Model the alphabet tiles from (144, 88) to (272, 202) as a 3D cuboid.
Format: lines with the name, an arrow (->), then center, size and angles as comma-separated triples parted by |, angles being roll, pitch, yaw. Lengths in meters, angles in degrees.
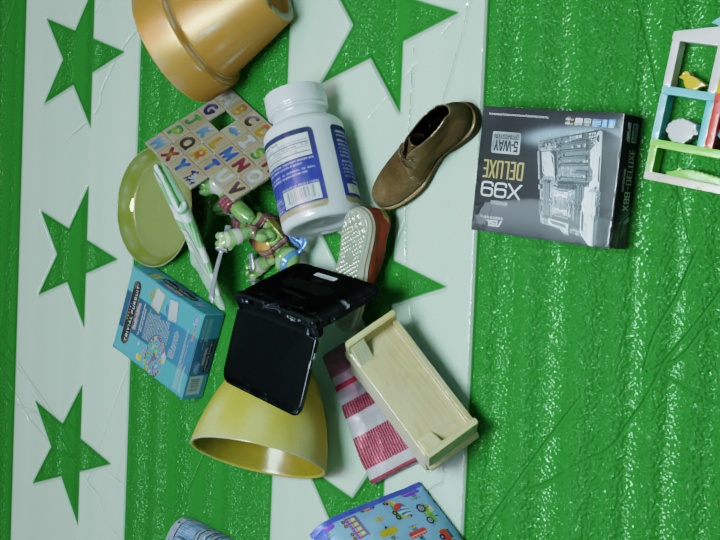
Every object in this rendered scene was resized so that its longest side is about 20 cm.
alphabet tiles -> -0.210, -0.186, 1.662 | 0.200, 0.167, 0.008 | 43, 159, 32

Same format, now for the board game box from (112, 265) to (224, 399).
board game box -> -0.321, 0.100, 1.811 | 0.199, 0.047, 0.152 | 30, 109, 37

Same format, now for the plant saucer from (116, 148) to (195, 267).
plant saucer -> -0.338, -0.106, 1.837 | 0.199, 0.031, 0.202 | 1, 91, 41

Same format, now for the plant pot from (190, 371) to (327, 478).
plant pot -> -0.131, 0.204, 1.577 | 0.199, 0.200, 0.143 | -7, 61, 40

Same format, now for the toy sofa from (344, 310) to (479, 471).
toy sofa -> 0.067, 0.161, 1.446 | 0.083, 0.098, 0.200 | -34, 69, -11

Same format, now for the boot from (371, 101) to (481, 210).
boot -> 0.069, -0.156, 1.459 | 0.200, 0.075, 0.074 | -45, 65, 32

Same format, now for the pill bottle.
pill bottle -> -0.073, -0.158, 1.551 | 0.119, 0.119, 0.202 | -22, 76, 38

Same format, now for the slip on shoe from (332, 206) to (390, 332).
slip on shoe -> 0.000, 0.000, 1.530 | 0.074, 0.061, 0.201 | 36, 126, 37

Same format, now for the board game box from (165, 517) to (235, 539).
board game box -> -0.290, 0.506, 1.747 | 0.199, 0.062, 0.201 | 13, 84, 39

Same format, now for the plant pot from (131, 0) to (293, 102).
plant pot -> -0.209, -0.385, 1.633 | 0.182, 0.200, 0.201 | -27, 73, 22

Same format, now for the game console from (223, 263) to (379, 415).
game console -> -0.084, 0.086, 1.488 | 0.199, 0.175, 0.117 | 16, 126, 51

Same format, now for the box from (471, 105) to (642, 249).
box -> 0.235, -0.116, 1.331 | 0.199, 0.050, 0.159 | 11, 98, 40

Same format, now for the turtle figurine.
turtle figurine -> -0.189, -0.038, 1.637 | 0.200, 0.143, 0.194 | -53, 55, 23

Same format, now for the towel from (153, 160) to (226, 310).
towel -> -0.263, -0.053, 1.680 | 0.153, 0.023, 0.201 | 52, 162, 49

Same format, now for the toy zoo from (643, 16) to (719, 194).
toy zoo -> 0.396, -0.189, 1.211 | 0.131, 0.020, 0.202 | 18, 102, 39

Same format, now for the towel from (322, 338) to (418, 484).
towel -> 0.026, 0.183, 1.530 | 0.144, 0.023, 0.201 | -34, 69, 36

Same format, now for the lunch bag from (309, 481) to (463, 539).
lunch bag -> 0.039, 0.371, 1.402 | 0.151, 0.199, 0.094 | 50, 119, 29
